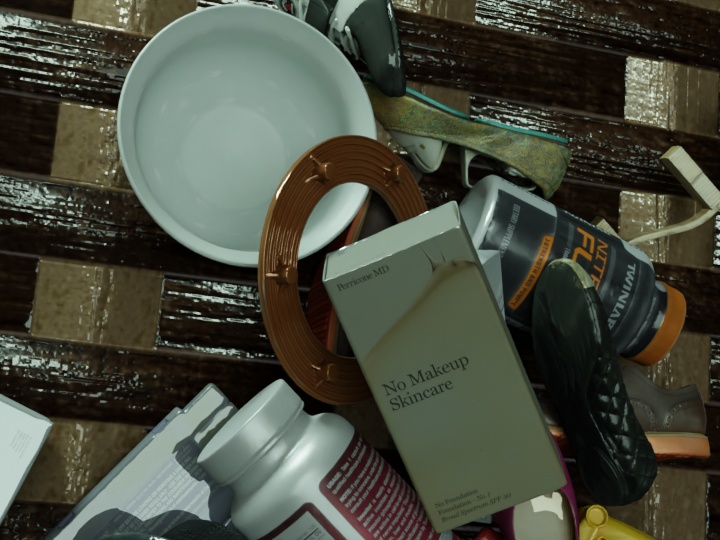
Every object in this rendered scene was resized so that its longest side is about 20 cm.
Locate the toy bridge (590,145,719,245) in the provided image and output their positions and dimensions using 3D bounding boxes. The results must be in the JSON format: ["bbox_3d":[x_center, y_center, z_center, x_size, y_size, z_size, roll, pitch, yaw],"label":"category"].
[{"bbox_3d":[0.294,-0.080,0.995,0.200,0.027,0.067,-43,95,1],"label":"toy bridge"}]

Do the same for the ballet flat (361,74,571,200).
[{"bbox_3d":[0.084,-0.106,0.953,0.199,0.071,0.071,16,77,-14],"label":"ballet flat"}]

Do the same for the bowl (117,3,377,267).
[{"bbox_3d":[-0.093,-0.096,0.881,0.199,0.090,0.203,3,81,-16],"label":"bowl"}]

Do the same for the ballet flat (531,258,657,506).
[{"bbox_3d":[0.180,0.086,0.877,0.057,0.066,0.202,-24,101,-41],"label":"ballet flat"}]

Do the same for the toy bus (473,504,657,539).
[{"bbox_3d":[0.161,0.279,0.886,0.191,0.136,0.201,33,76,4],"label":"toy bus"}]

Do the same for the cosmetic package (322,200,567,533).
[{"bbox_3d":[0.059,0.067,0.782,0.103,0.073,0.201,-23,105,8],"label":"cosmetic package"}]

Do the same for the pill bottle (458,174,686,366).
[{"bbox_3d":[0.169,0.009,0.936,0.199,0.106,0.107,25,75,-12],"label":"pill bottle"}]

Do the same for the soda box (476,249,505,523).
[{"bbox_3d":[0.076,0.087,0.869,0.068,0.063,0.202,-33,120,-58],"label":"soda box"}]

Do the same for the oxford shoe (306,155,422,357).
[{"bbox_3d":[0.006,-0.004,0.909,0.072,0.071,0.202,18,76,-18],"label":"oxford shoe"}]

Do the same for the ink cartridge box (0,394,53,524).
[{"bbox_3d":[-0.336,0.155,0.771,0.175,0.084,0.201,30,74,-11],"label":"ink cartridge box"}]

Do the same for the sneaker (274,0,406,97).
[{"bbox_3d":[-0.021,-0.211,0.919,0.088,0.074,0.201,-18,59,-5],"label":"sneaker"}]

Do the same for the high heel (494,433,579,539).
[{"bbox_3d":[0.137,0.202,0.803,0.067,0.096,0.202,9,71,-9],"label":"high heel"}]

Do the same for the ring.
[{"bbox_3d":[0.000,0.000,0.839,0.200,0.019,0.202,-1,91,-50],"label":"ring"}]

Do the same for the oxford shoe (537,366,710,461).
[{"bbox_3d":[0.199,0.118,0.949,0.198,0.071,0.074,8,74,-19],"label":"oxford shoe"}]

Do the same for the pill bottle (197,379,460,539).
[{"bbox_3d":[-0.019,0.179,0.815,0.113,0.113,0.200,-44,96,-18],"label":"pill bottle"}]

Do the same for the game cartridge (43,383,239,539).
[{"bbox_3d":[-0.143,0.197,0.850,0.130,0.038,0.200,46,72,-1],"label":"game cartridge"}]

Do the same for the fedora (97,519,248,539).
[{"bbox_3d":[-0.103,0.246,0.775,0.201,0.200,0.092,51,39,-4],"label":"fedora"}]
